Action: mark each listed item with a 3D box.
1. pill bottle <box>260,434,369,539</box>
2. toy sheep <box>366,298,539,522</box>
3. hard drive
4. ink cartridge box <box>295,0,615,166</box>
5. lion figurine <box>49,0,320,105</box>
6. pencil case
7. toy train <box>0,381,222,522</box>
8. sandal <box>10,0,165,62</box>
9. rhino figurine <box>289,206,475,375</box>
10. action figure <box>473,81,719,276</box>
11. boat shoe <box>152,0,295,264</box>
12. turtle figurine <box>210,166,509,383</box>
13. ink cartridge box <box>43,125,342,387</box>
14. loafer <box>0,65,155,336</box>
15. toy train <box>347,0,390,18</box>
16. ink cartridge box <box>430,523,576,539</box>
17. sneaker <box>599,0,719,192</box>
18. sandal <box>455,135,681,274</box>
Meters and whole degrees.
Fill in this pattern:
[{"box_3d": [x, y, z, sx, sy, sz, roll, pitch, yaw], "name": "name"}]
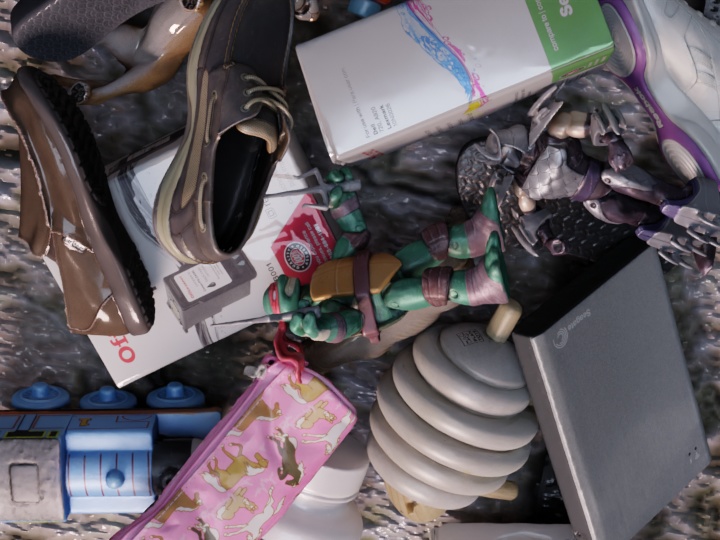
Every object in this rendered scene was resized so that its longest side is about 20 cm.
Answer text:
[{"box_3d": [-0.064, 0.220, 1.208, 0.111, 0.112, 0.201, 19, 106, -6], "name": "pill bottle"}, {"box_3d": [0.075, 0.105, 1.167, 0.137, 0.138, 0.201, 20, 111, -7], "name": "toy sheep"}, {"box_3d": [0.190, 0.095, 1.162, 0.139, 0.033, 0.201, -35, 118, -30], "name": "hard drive"}, {"box_3d": [0.065, -0.146, 1.072, 0.199, 0.145, 0.085, -21, 90, 6], "name": "ink cartridge box"}, {"box_3d": [-0.126, -0.175, 1.104, 0.199, 0.122, 0.073, -25, 81, 24], "name": "lion figurine"}, {"box_3d": [-0.091, 0.150, 1.101, 0.086, 0.083, 0.200, 38, 83, 5], "name": "pencil case"}, {"box_3d": [-0.195, 0.139, 1.180, 0.198, 0.114, 0.087, 0, 108, 0], "name": "toy train"}, {"box_3d": [-0.151, -0.202, 1.010, 0.199, 0.043, 0.076, -23, 151, 24], "name": "sandal"}, {"box_3d": [0.009, 0.032, 1.162, 0.199, 0.088, 0.060, -35, 101, 19], "name": "rhino figurine"}, {"box_3d": [0.171, -0.058, 1.087, 0.199, 0.070, 0.130, 19, 143, -12], "name": "action figure"}, {"box_3d": [-0.074, -0.098, 1.030, 0.074, 0.073, 0.202, 11, 93, -42], "name": "boat shoe"}, {"box_3d": [0.000, 0.000, 1.064, 0.198, 0.151, 0.101, -10, 140, 8], "name": "turtle figurine"}, {"box_3d": [-0.124, -0.024, 1.146, 0.199, 0.083, 0.146, -26, 106, 6], "name": "ink cartridge box"}, {"box_3d": [-0.205, -0.039, 1.059, 0.071, 0.073, 0.201, -19, 104, 5], "name": "loafer"}, {"box_3d": [-0.003, -0.284, 1.080, 0.150, 0.055, 0.201, 9, 103, -45], "name": "toy train"}, {"box_3d": [0.126, 0.307, 1.231, 0.144, 0.084, 0.201, 0, 115, 0], "name": "ink cartridge box"}, {"box_3d": [0.236, -0.155, 1.128, 0.099, 0.075, 0.201, -35, 103, -14], "name": "sneaker"}, {"box_3d": [0.153, -0.047, 1.169, 0.199, 0.045, 0.075, 20, 112, -21], "name": "sandal"}]
